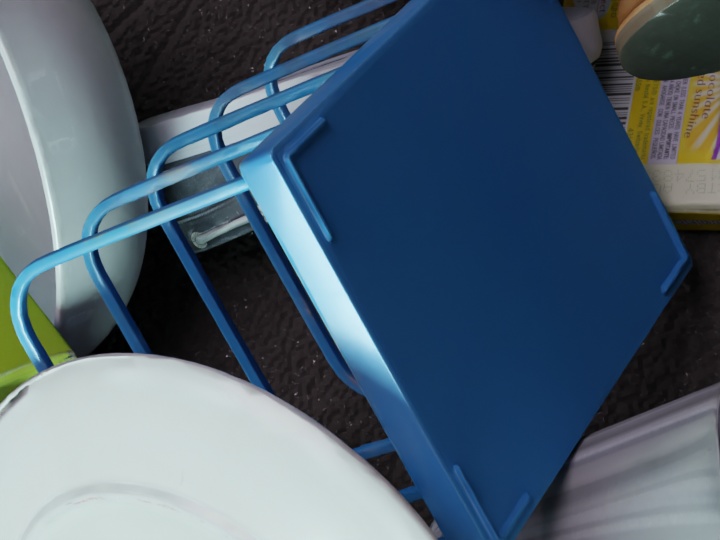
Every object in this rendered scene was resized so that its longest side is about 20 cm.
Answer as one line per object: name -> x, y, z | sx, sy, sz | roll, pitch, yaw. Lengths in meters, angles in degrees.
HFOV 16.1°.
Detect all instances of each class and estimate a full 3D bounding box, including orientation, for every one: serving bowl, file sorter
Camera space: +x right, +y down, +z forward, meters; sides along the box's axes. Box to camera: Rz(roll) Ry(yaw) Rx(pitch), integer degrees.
serving bowl -> -0.135, -0.057, 0.999 | 0.066, 0.200, 0.200 | -18, 50, -26
file sorter -> 0.000, 0.000, 0.827 | 0.123, 0.139, 0.200 | -21, 16, 32

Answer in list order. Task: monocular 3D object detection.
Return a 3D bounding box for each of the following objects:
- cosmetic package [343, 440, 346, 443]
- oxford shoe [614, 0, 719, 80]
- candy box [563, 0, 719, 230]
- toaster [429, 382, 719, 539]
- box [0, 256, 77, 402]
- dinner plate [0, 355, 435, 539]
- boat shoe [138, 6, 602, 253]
cosmetic package -> -0.037, 0.156, 0.891 | 0.101, 0.071, 0.200 | -29, 57, 18
oxford shoe -> 0.158, -0.133, 0.803 | 0.200, 0.071, 0.071 | -36, 61, 12
candy box -> 0.126, -0.111, 0.936 | 0.102, 0.026, 0.200 | 2, 71, 31
toaster -> 0.098, 0.138, 0.795 | 0.129, 0.114, 0.200 | -18, 65, 28
box -> -0.164, 0.033, 0.987 | 0.048, 0.122, 0.200 | -20, 49, -26
dinner plate -> -0.045, 0.118, 0.764 | 0.200, 0.200, 0.024 | 9, 31, 33
boat shoe -> 0.006, -0.048, 0.956 | 0.200, 0.072, 0.068 | -14, 99, 29
